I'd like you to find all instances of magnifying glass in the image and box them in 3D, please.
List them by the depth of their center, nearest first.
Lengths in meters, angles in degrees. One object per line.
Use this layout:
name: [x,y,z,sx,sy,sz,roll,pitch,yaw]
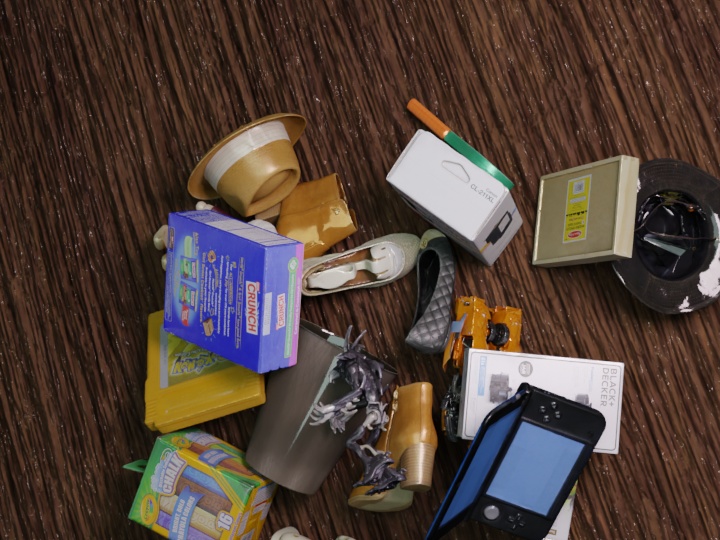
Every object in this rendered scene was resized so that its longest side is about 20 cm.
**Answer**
magnifying glass: [0.139,-0.176,1.693,0.200,0.079,0.022,42,95,26]

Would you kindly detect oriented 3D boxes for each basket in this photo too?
basket: [-0.068,0.189,1.654,0.179,0.136,0.202,28,92,24]

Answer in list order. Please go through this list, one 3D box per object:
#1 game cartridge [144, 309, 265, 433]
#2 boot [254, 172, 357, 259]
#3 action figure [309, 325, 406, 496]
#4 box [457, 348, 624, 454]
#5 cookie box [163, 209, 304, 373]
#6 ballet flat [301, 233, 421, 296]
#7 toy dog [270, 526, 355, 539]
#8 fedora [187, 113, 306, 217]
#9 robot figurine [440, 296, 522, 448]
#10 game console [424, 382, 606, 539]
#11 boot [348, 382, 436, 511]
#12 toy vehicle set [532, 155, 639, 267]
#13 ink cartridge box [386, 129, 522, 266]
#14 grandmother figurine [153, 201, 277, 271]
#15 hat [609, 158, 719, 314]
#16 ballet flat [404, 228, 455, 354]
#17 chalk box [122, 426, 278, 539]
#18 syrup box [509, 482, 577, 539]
game cartridge: [-0.220,0.122,1.700,0.174,0.033,0.201,-18,46,11]
boot: [-0.070,-0.032,1.713,0.142,0.071,0.204,-16,72,17]
action figure: [-0.009,0.177,1.523,0.101,0.119,0.202,-22,66,18]
box: [0.226,0.163,1.525,0.197,0.060,0.118,7,84,-1]
cookie box: [-0.171,0.024,1.613,0.199,0.075,0.173,20,112,40]
ballet flat: [0.000,0.000,1.669,0.198,0.062,0.068,-17,103,-10]
toy dog: [-0.032,0.406,1.584,0.197,0.194,0.141,1,69,20]
fedora: [-0.145,-0.136,1.688,0.199,0.201,0.082,-32,76,7]
robot figurine: [0.160,0.142,1.614,0.058,0.144,0.203,0,78,50]
game console: [0.185,0.250,1.442,0.169,0.119,0.202,20,114,-7]
boot: [0.046,0.235,1.614,0.070,0.201,0.146,14,62,-22]
toy vehicle set: [0.291,-0.073,1.581,0.026,0.200,0.126,9,83,-21]
ink cartridge box: [0.128,-0.093,1.611,0.145,0.200,0.083,37,91,16]
grandmother figurine: [-0.202,-0.042,1.716,0.198,0.061,0.122,-2,123,33]
hat: [0.397,-0.041,1.594,0.198,0.081,0.203,1,83,-10]
ballet flat: [0.092,0.021,1.628,0.056,0.067,0.202,20,49,-21]
chalk box: [-0.229,0.297,1.668,0.198,0.124,0.125,25,98,14]
syrup box: [0.243,0.248,1.587,0.080,0.079,0.203,10,84,1]
